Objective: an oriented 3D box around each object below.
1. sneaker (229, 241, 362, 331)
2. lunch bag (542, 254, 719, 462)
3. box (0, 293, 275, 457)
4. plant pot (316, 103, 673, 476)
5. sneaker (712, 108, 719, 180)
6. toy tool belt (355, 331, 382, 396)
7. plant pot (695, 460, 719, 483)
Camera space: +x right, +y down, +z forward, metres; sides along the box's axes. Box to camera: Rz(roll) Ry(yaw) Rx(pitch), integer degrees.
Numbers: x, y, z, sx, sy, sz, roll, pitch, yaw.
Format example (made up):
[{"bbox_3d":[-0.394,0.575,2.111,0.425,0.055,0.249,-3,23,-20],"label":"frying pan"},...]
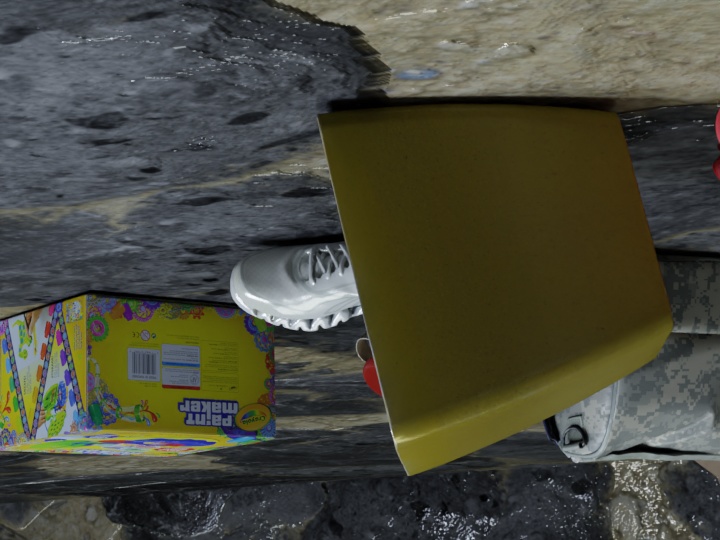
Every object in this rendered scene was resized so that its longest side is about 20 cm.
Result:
[{"bbox_3d":[0.000,0.000,1.482,0.200,0.075,0.081,0,149,0],"label":"sneaker"},{"bbox_3d":[0.255,0.079,1.648,0.200,0.168,0.139,4,167,-27],"label":"lunch bag"},{"bbox_3d":[-0.213,0.101,1.791,0.200,0.122,0.193,6,167,-36],"label":"box"},{"bbox_3d":[0.087,0.001,1.196,0.176,0.200,0.200,-13,169,0],"label":"plant pot"},{"bbox_3d":[0.244,-0.062,1.162,0.115,0.078,0.200,-14,163,42],"label":"sneaker"},{"bbox_3d":[0.106,0.048,1.585,0.200,0.123,0.125,-5,130,40],"label":"toy tool belt"},{"bbox_3d":[0.383,0.136,1.973,0.174,0.201,0.200,21,160,-22],"label":"plant pot"}]
